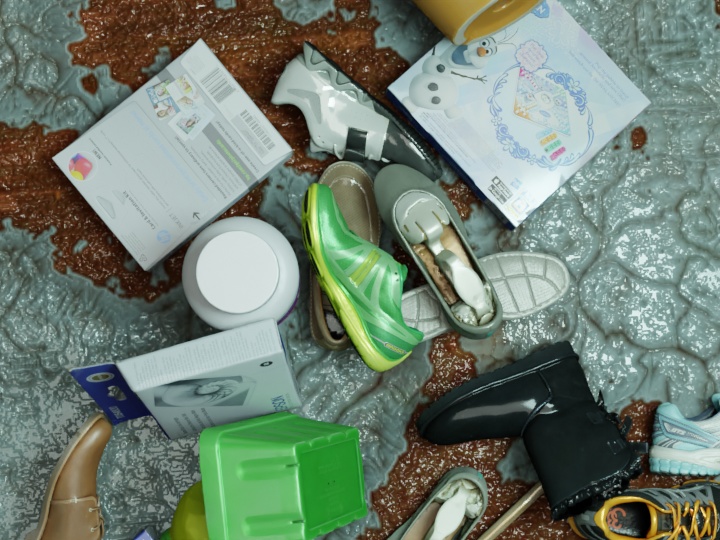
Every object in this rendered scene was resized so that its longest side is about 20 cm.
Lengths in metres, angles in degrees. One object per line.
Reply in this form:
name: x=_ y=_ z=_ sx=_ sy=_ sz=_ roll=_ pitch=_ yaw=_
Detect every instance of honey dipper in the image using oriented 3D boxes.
honey dipper: x=0.174 y=0.238 z=1.407 sx=0.200 sy=0.038 sz=0.038 roll=-42 pitch=89 yaw=-3

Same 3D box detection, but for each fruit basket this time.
fruit basket: x=-0.115 y=0.225 z=1.331 sx=0.215 sy=0.216 sz=0.156 roll=-6 pitch=87 yaw=-2

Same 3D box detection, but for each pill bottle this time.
pill bottle: x=-0.116 y=0.007 z=1.330 sx=0.112 sy=0.200 sz=0.113 roll=0 pitch=86 yaw=-1

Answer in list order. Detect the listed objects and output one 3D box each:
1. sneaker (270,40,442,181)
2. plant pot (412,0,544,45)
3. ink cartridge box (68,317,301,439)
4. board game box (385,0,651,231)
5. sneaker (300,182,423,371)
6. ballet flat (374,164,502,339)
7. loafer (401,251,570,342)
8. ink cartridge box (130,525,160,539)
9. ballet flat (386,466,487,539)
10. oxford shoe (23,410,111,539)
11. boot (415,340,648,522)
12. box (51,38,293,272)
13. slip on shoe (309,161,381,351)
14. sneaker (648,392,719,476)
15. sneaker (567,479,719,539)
sneaker: x=-0.006 y=-0.144 z=1.413 sx=0.200 sy=0.074 sz=0.089 roll=39 pitch=99 yaw=3
plant pot: x=0.101 y=-0.334 z=1.347 sx=0.200 sy=0.200 sz=0.183 roll=-29 pitch=83 yaw=-3
ink cartridge box: x=-0.165 y=0.118 z=1.325 sx=0.200 sy=0.200 sz=0.041 roll=-14 pitch=69 yaw=-2
board game box: x=0.166 y=-0.181 z=1.424 sx=0.199 sy=0.043 sz=0.200 roll=-42 pitch=88 yaw=-5
sneaker: x=0.000 y=0.000 z=1.342 sx=0.083 sy=0.074 sz=0.200 roll=-27 pitch=100 yaw=-7
ballet flat: x=0.081 y=-0.024 z=1.340 sx=0.067 sy=0.064 sz=0.200 roll=-31 pitch=86 yaw=-5
loafer: x=0.117 y=0.029 z=1.409 sx=0.200 sy=0.063 sz=0.072 roll=-16 pitch=83 yaw=-5
ink cartridge box: x=-0.192 y=0.371 z=1.386 sx=0.094 sy=0.044 sz=0.200 roll=-40 pitch=88 yaw=-5
ballet flat: x=0.062 y=0.288 z=1.388 sx=0.067 sy=0.064 sz=0.200 roll=36 pitch=87 yaw=1
oxford shoe: x=-0.287 y=0.241 z=1.377 sx=0.071 sy=0.071 sz=0.200 roll=22 pitch=96 yaw=9
boot: x=0.175 y=0.176 z=1.365 sx=0.198 sy=0.073 sz=0.163 roll=-25 pitch=65 yaw=-4
box: x=-0.195 y=-0.120 z=1.416 sx=0.200 sy=0.041 sz=0.156 roll=-40 pitch=88 yaw=-4
slip on shoe: x=-0.020 y=-0.016 z=1.404 sx=0.076 sy=0.061 sz=0.200 roll=8 pitch=87 yaw=-1
sneaker: x=0.400 y=0.169 z=1.397 sx=0.200 sy=0.078 sz=0.086 roll=-1 pitch=83 yaw=-2
sneaker: x=0.318 y=0.258 z=1.389 sx=0.200 sy=0.077 sz=0.078 roll=-2 pitch=85 yaw=-3
